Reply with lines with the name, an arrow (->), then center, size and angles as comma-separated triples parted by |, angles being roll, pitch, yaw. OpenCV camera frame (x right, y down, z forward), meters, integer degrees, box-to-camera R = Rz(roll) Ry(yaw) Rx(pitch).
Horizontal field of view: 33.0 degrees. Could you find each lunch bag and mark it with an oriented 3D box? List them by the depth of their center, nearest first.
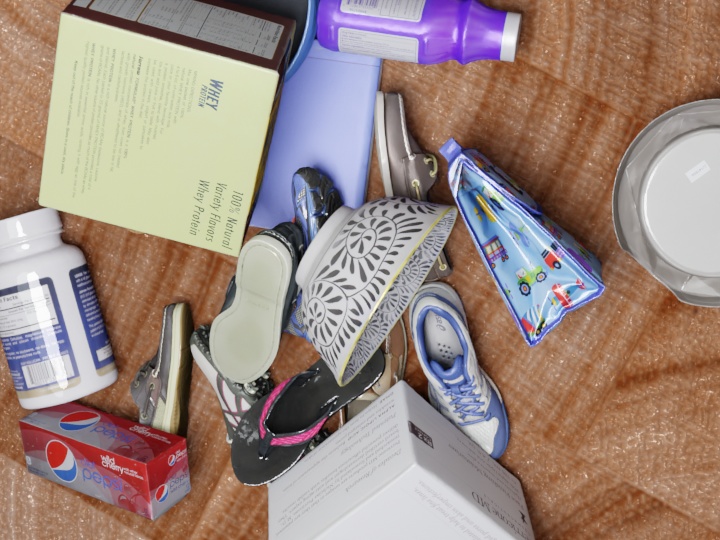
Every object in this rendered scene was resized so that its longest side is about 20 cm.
lunch bag -> 0.142, -0.043, 1.186 | 0.094, 0.151, 0.201 | -39, 91, 13

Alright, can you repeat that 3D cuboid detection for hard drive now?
hard drive -> -0.052, -0.139, 1.271 | 0.130, 0.025, 0.203 | 9, 100, 9

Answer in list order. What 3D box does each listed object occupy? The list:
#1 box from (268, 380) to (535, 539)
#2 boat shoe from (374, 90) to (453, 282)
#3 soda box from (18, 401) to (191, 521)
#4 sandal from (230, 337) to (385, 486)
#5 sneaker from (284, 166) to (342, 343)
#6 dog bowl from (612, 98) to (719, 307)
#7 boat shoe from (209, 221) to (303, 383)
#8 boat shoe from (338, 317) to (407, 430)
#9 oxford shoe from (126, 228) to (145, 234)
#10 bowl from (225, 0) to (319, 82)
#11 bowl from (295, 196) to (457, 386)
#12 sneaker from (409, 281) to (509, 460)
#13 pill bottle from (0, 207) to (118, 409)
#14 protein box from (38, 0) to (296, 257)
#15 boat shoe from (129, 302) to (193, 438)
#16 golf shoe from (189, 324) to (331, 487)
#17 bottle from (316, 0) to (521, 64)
box -> 0.040, 0.257, 1.221 | 0.200, 0.131, 0.199 | -39, 118, 19
boat shoe -> 0.052, -0.086, 1.239 | 0.059, 0.072, 0.203 | -8, 101, 6
soda box -> -0.276, 0.199, 1.305 | 0.198, 0.063, 0.071 | 11, 115, 33
sandal -> -0.061, 0.138, 1.229 | 0.200, 0.045, 0.075 | -43, 77, 6
sneaker -> -0.063, -0.011, 1.250 | 0.077, 0.075, 0.202 | 8, 117, 13
dog bowl -> 0.346, -0.068, 1.191 | 0.197, 0.059, 0.203 | 2, 99, 10
boat shoe -> -0.099, 0.029, 1.207 | 0.074, 0.066, 0.201 | 24, 132, 11
boat shoe -> 0.010, 0.115, 1.276 | 0.075, 0.072, 0.203 | -2, 99, 11
oxford shoe -> -0.263, -0.133, 1.289 | 0.071, 0.071, 0.202 | -14, 98, 11
bowl -> -0.132, -0.270, 1.240 | 0.198, 0.039, 0.203 | 3, 98, 22
bowl -> 0.000, 0.000, 1.148 | 0.094, 0.201, 0.202 | 33, 103, 8
sneaker -> 0.095, 0.114, 1.252 | 0.075, 0.088, 0.202 | -23, 97, 11
pill bottle -> -0.340, 0.038, 1.310 | 0.110, 0.111, 0.202 | -13, 96, 12
protein box -> -0.182, -0.152, 1.160 | 0.198, 0.135, 0.200 | 14, 121, -3
boat shoe -> -0.221, 0.131, 1.322 | 0.064, 0.073, 0.203 | 8, 101, 4
golf shoe -> -0.125, 0.151, 1.309 | 0.088, 0.077, 0.200 | -42, 88, 23
bottle -> 0.059, -0.244, 1.203 | 0.197, 0.084, 0.066 | 9, 133, 8
